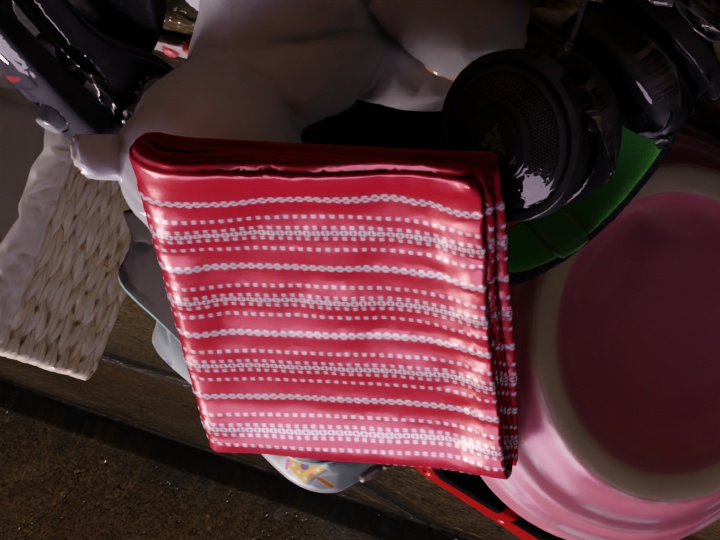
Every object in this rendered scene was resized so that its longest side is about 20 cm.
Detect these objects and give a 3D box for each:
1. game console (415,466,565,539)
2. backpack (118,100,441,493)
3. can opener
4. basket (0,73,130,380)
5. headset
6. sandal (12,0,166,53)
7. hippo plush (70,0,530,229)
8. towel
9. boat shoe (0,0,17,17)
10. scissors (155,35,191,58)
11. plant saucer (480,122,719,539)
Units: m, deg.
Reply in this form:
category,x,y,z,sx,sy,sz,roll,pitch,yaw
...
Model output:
category,x,y,z,sx,sy,sz,roll,pitch,yaw
game console,0.120,0.041,1.042,0.031,0.200,0.177,32,177,40
backpack,0.000,0.000,1.034,0.176,0.200,0.154,40,142,29
can opener,-0.152,-0.108,0.980,0.078,0.064,0.200,4,153,35
basket,-0.239,-0.052,1.277,0.197,0.201,0.161,17,171,24
headset,0.098,-0.061,0.804,0.094,0.123,0.200,44,153,25
sandal,-0.120,-0.155,0.994,0.075,0.048,0.200,24,156,-6
hippo plush,-0.025,-0.072,0.877,0.159,0.161,0.200,23,169,-2
towel,-0.010,0.019,0.839,0.144,0.023,0.200,4,140,11
boat shoe,-0.204,-0.143,1.147,0.199,0.061,0.076,14,-174,26
scissors,-0.093,-0.119,1.165,0.199,0.014,0.073,12,165,41
plant saucer,0.131,0.028,0.943,0.200,0.201,0.051,27,170,-23
